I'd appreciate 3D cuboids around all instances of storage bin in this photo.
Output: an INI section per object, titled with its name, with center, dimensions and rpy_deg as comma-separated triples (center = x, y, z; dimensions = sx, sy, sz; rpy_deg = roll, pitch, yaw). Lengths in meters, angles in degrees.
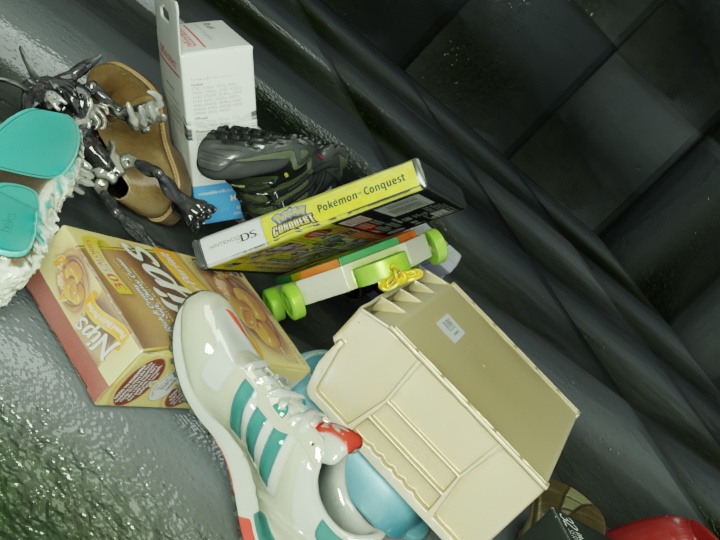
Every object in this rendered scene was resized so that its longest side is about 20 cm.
[storage bin]
center = 0.075, 0.109, 0.870
dimensions = 0.199, 0.094, 0.200
rpy_deg = 46, 20, 7

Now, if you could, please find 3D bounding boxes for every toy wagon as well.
[toy wagon]
center = 0.000, 0.000, 0.919
dimensions = 0.040, 0.155, 0.200
rpy_deg = 69, -19, -2

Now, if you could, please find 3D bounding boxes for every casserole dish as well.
[casserole dish]
center = -0.001, 0.136, 0.866
dimensions = 0.200, 0.039, 0.121
rpy_deg = 49, 18, 14

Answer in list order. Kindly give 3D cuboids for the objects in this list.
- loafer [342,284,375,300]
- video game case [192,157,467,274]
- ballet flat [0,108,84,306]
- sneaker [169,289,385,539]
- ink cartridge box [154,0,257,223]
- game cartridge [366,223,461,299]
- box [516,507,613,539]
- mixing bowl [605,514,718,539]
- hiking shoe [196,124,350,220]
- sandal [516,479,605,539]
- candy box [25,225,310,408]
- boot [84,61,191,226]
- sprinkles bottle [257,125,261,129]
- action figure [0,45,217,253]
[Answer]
[loafer]
center = -0.058, -0.021, 1.090
dimensions = 0.073, 0.071, 0.200
rpy_deg = 13, -24, 46
[video game case]
center = -0.015, -0.038, 0.833
dimensions = 0.200, 0.180, 0.026
rpy_deg = 4, 67, -76
[ballet flat]
center = -0.232, -0.040, 0.680
dimensions = 0.072, 0.072, 0.200
rpy_deg = 37, 25, -23
[sneaker]
center = -0.046, 0.097, 0.654
dimensions = 0.070, 0.093, 0.200
rpy_deg = -9, 77, -64
[ink cartridge box]
center = -0.140, -0.158, 0.950
dimensions = 0.068, 0.200, 0.116
rpy_deg = -11, 28, -18
[game cartridge]
center = 0.016, -0.026, 1.126
dimensions = 0.130, 0.038, 0.200
rpy_deg = 45, -23, -9
[box]
center = 0.177, 0.301, 0.738
dimensions = 0.148, 0.124, 0.200
rpy_deg = 32, 19, -35
[mixing bowl]
center = 0.337, 0.332, 1.081
dimensions = 0.200, 0.108, 0.200
rpy_deg = 39, 17, -15
[hiking shoe]
center = -0.073, -0.069, 0.896
dimensions = 0.076, 0.101, 0.200
rpy_deg = 15, 9, 27
[sandal]
center = 0.178, 0.265, 0.972
dimensions = 0.080, 0.054, 0.200
rpy_deg = 39, 31, 1
[candy box]
center = -0.133, 0.041, 0.747
dimensions = 0.115, 0.055, 0.200
rpy_deg = 51, 16, 26
[boot]
center = -0.220, -0.129, 0.940
dimensions = 0.075, 0.074, 0.200
rpy_deg = 16, 35, -47
[sprinkles bottle]
center = -0.128, -0.129, 1.150
dimensions = 0.200, 0.068, 0.068
rpy_deg = 43, 16, 1
[action figure]
center = -0.201, -0.095, 0.813
dimensions = 0.200, 0.119, 0.102
rpy_deg = 47, -20, -20
